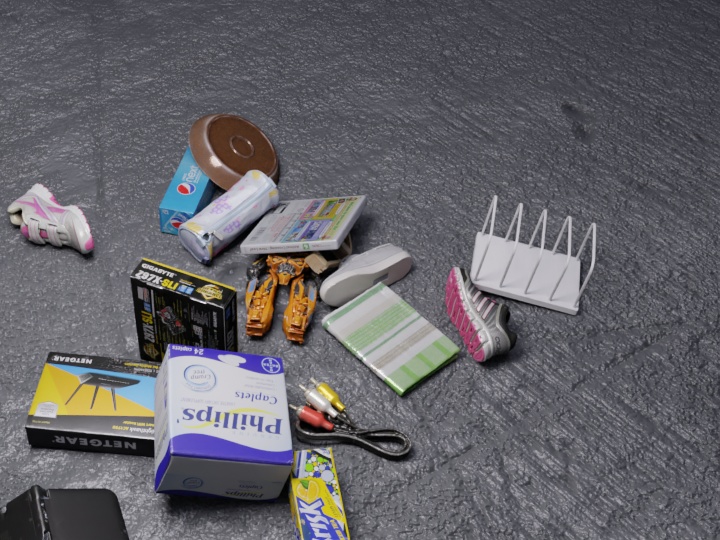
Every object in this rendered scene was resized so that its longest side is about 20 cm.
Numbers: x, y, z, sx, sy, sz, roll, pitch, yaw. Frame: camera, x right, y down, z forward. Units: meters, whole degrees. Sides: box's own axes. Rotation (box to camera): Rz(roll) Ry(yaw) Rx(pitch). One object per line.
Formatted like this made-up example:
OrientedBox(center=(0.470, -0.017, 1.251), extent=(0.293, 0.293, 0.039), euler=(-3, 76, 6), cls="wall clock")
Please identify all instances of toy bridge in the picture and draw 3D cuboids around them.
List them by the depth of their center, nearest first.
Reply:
OrientedBox(center=(-0.046, -0.048, 1.838), extent=(0.067, 0.027, 0.200), euler=(49, 29, -14), cls="toy bridge")

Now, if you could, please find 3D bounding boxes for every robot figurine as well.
OrientedBox(center=(-0.133, 0.035, 1.747), extent=(0.145, 0.058, 0.200), euler=(7, 45, -1), cls="robot figurine")

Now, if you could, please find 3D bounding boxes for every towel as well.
OrientedBox(center=(0.050, 0.116, 1.714), extent=(0.149, 0.031, 0.200), euler=(-32, 58, -29), cls="towel")

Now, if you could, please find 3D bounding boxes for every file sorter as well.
OrientedBox(center=(0.313, -0.033, 1.808), extent=(0.200, 0.125, 0.139), euler=(15, 45, 0), cls="file sorter")

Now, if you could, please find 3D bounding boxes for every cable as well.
OrientedBox(center=(-0.021, 0.242, 1.557), extent=(0.200, 0.050, 0.097), euler=(24, 48, 19), cls="cable")

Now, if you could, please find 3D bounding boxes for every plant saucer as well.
OrientedBox(center=(-0.236, -0.232, 1.956), extent=(0.200, 0.034, 0.201), euler=(23, 45, -25), cls="plant saucer")

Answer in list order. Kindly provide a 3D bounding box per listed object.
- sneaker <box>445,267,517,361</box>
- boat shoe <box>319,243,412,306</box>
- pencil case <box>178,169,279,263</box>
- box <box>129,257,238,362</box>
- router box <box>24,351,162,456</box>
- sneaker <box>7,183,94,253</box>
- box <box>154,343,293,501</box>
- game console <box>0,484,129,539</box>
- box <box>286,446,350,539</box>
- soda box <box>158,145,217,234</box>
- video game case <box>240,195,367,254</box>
OrientedBox(center=(0.210, 0.073, 1.743), extent=(0.087, 0.074, 0.200), euler=(-4, 44, -19), cls="sneaker")
OrientedBox(center=(0.000, 0.000, 1.790), extent=(0.200, 0.072, 0.069), euler=(-27, 50, -29), cls="boat shoe")
OrientedBox(center=(-0.239, -0.101, 1.835), extent=(0.083, 0.091, 0.200), euler=(46, 59, 2), cls="pencil case")
OrientedBox(center=(-0.272, 0.085, 1.579), extent=(0.159, 0.200, 0.049), euler=(18, 47, 12), cls="box")
OrientedBox(center=(-0.394, 0.204, 1.550), extent=(0.200, 0.051, 0.149), euler=(5, 45, -3), cls="router box")
OrientedBox(center=(-0.554, -0.077, 1.803), extent=(0.200, 0.081, 0.088), euler=(28, 49, 31), cls="sneaker")
OrientedBox(center=(-0.204, 0.223, 1.482), extent=(0.184, 0.105, 0.200), euler=(9, 44, -21), cls="box")
OrientedBox(center=(-0.415, 0.404, 1.372), extent=(0.176, 0.116, 0.200), euler=(-33, 50, 4), cls="game console")
OrientedBox(center=(-0.059, 0.353, 1.431), extent=(0.070, 0.064, 0.200), euler=(-4, 45, -12), cls="box")
OrientedBox(center=(-0.319, -0.154, 1.912), extent=(0.068, 0.064, 0.200), euler=(10, 44, 3), cls="soda box")
OrientedBox(center=(-0.099, -0.083, 1.823), extent=(0.182, 0.022, 0.200), euler=(-3, 26, 18), cls="video game case")
